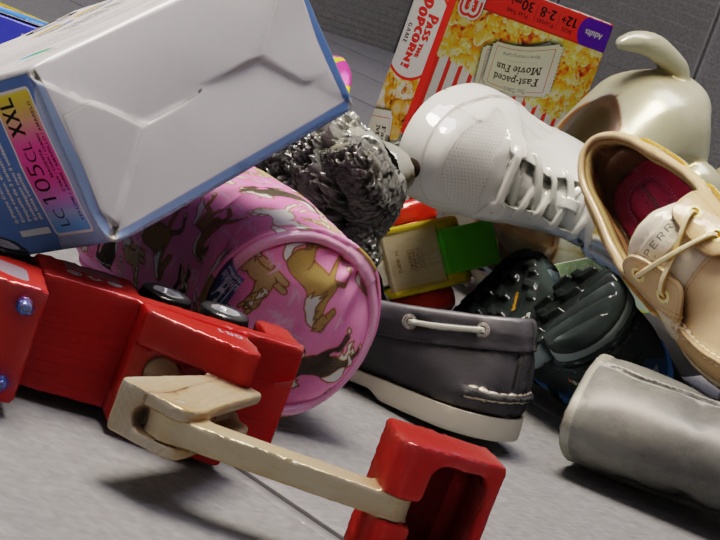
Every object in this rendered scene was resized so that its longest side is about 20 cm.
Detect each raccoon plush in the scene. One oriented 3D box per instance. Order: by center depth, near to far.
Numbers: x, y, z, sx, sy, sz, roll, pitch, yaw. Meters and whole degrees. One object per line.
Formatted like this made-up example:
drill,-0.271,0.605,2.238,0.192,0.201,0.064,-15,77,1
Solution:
raccoon plush,-0.069,-0.032,1.067,0.134,0.199,0.097,-119,-176,-57

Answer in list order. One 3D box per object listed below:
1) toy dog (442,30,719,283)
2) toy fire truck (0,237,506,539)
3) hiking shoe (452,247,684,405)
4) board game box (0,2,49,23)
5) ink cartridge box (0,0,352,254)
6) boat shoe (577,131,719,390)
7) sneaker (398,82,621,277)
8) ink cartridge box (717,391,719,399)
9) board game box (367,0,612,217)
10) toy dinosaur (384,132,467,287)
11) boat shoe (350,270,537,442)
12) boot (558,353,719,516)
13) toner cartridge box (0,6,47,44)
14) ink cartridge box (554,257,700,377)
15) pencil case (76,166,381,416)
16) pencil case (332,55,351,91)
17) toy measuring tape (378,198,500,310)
toy dog,0.151,-0.049,1.405,0.199,0.195,0.140,-21,44,-22
toy fire truck,-0.061,0.047,0.741,0.199,0.049,0.141,18,9,-19
hiking shoe,0.108,0.045,1.133,0.087,0.074,0.200,49,-7,-15
board game box,-0.214,-0.116,1.231,0.199,0.096,0.030,22,48,34
ink cartridge box,-0.121,-0.063,0.861,0.136,0.077,0.199,-32,17,-36
boat shoe,0.159,-0.006,1.027,0.069,0.074,0.200,33,13,-32
sneaker,0.111,-0.046,1.144,0.115,0.074,0.199,28,12,32
ink cartridge box,0.254,0.094,1.100,0.117,0.068,0.200,24,10,24
board game box,0.079,-0.102,1.455,0.151,0.201,0.046,12,12,-40
toy dinosaur,-0.004,-0.034,1.296,0.135,0.103,0.200,-3,20,10
boat shoe,0.000,0.018,1.000,0.199,0.063,0.072,24,12,28
boot,0.187,0.096,0.937,0.199,0.073,0.182,27,3,11
toner cartridge box,-0.201,-0.095,1.129,0.199,0.096,0.043,19,8,-9
ink cartridge box,0.212,0.026,1.259,0.145,0.048,0.200,16,-16,-31
pencil case,-0.067,-0.005,0.925,0.086,0.083,0.200,1,17,-25
pencil case,-0.101,-0.109,1.356,0.198,0.089,0.088,6,12,-11
toy measuring tape,0.000,0.000,1.151,0.199,0.074,0.073,-12,30,-43
